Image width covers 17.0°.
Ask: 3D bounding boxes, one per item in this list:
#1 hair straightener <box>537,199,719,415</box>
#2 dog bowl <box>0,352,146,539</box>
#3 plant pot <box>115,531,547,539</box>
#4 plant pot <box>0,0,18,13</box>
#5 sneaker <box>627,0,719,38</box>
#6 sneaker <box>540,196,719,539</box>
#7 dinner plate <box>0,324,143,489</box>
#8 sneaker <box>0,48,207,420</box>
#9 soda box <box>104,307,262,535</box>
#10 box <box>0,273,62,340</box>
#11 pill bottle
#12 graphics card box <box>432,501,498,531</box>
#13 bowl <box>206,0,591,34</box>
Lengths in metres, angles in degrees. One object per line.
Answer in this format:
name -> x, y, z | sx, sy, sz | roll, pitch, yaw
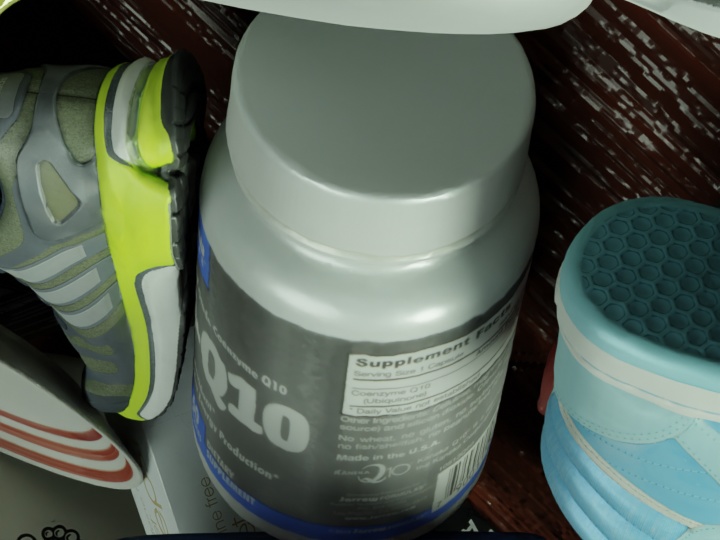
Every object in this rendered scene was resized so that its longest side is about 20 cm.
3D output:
hair straightener -> 0.129, 0.007, 0.771 | 0.077, 0.041, 0.200 | 25, 144, -8
dog bowl -> -0.146, 0.140, 1.069 | 0.200, 0.200, 0.079 | 40, 147, 5
plant pot -> -0.011, 0.202, 0.863 | 0.199, 0.180, 0.201 | -2, 114, 6
plant pot -> -0.183, -0.152, 0.791 | 0.184, 0.201, 0.200 | 41, 150, -19
sneaker -> 0.052, -0.131, 0.653 | 0.199, 0.071, 0.099 | 18, 137, 29
sneaker -> 0.146, 0.061, 0.734 | 0.199, 0.080, 0.131 | 25, 143, 9
dinner plate -> -0.172, 0.031, 0.956 | 0.200, 0.024, 0.200 | 26, 165, 8
sneaker -> -0.096, -0.014, 0.837 | 0.081, 0.074, 0.200 | 9, 147, 2
soda box -> -0.049, 0.109, 0.985 | 0.068, 0.063, 0.201 | 18, 129, 68
box -> -0.171, -0.023, 0.971 | 0.157, 0.050, 0.200 | 19, 161, -28
pill bottle -> 0.000, 0.000, 0.818 | 0.114, 0.114, 0.200 | 31, 147, 17
graphics card box -> 0.080, 0.196, 1.027 | 0.200, 0.051, 0.126 | 41, 149, 1
bowl -> -0.028, -0.159, 0.623 | 0.199, 0.074, 0.201 | 15, 114, 44
